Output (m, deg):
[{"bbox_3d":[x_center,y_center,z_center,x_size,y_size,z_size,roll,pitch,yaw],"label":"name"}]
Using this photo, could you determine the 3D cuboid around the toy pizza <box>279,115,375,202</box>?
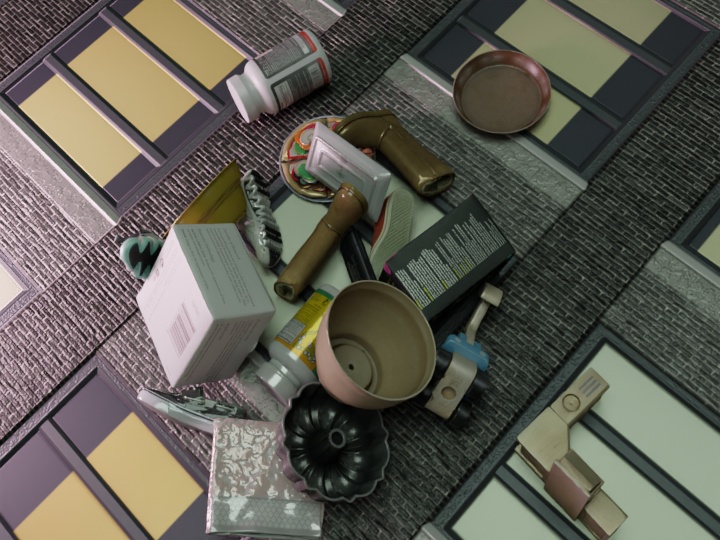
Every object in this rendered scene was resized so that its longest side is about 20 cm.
[{"bbox_3d":[-0.067,-0.228,1.738,0.195,0.032,0.205,-3,64,6],"label":"toy pizza"}]

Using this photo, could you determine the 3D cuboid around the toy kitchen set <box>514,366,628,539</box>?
[{"bbox_3d":[0.371,0.278,1.367,0.180,0.164,0.200,-39,66,-12],"label":"toy kitchen set"}]

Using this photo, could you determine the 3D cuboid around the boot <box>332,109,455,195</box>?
[{"bbox_3d":[0.061,-0.220,1.665,0.173,0.067,0.201,-24,61,-33],"label":"boot"}]

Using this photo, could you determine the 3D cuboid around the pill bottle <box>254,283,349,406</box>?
[{"bbox_3d":[-0.089,0.133,1.522,0.112,0.113,0.201,36,73,21],"label":"pill bottle"}]

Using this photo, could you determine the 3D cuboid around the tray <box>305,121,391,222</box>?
[{"bbox_3d":[-0.031,-0.182,1.630,0.199,0.109,0.022,38,37,26],"label":"tray"}]

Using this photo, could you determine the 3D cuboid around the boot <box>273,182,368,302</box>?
[{"bbox_3d":[-0.072,-0.046,1.582,0.066,0.175,0.201,36,69,3],"label":"boot"}]

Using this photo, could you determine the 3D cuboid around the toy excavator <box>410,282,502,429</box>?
[{"bbox_3d":[0.174,0.135,1.493,0.098,0.197,0.201,27,26,-2],"label":"toy excavator"}]

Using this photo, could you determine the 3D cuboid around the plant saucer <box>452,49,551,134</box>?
[{"bbox_3d":[0.282,-0.351,1.753,0.195,0.035,0.205,-3,64,6],"label":"plant saucer"}]

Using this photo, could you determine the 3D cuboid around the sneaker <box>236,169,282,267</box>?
[{"bbox_3d":[-0.204,-0.090,1.675,0.080,0.075,0.204,-24,64,16],"label":"sneaker"}]

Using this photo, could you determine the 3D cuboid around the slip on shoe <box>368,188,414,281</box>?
[{"bbox_3d":[0.050,-0.051,1.627,0.073,0.061,0.205,19,76,-23],"label":"slip on shoe"}]

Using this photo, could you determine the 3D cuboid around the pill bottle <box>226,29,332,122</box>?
[{"bbox_3d":[-0.166,-0.392,1.782,0.197,0.116,0.117,-31,64,-8],"label":"pill bottle"}]

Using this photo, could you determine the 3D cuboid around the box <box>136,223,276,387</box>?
[{"bbox_3d":[-0.271,0.058,1.516,0.129,0.200,0.202,-4,53,-41],"label":"box"}]

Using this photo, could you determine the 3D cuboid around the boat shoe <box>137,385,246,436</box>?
[{"bbox_3d":[-0.289,0.237,1.524,0.196,0.072,0.072,20,71,4],"label":"boat shoe"}]

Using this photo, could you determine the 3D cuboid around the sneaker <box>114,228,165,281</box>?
[{"bbox_3d":[-0.408,-0.037,1.606,0.138,0.200,0.079,28,88,24],"label":"sneaker"}]

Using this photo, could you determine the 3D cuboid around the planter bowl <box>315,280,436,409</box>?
[{"bbox_3d":[0.007,0.138,1.414,0.196,0.135,0.204,15,55,-22],"label":"planter bowl"}]

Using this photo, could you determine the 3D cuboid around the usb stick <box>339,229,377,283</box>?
[{"bbox_3d":[0.000,0.000,1.572,0.032,0.056,0.202,19,30,-27],"label":"usb stick"}]

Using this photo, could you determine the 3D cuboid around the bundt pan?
[{"bbox_3d":[-0.054,0.285,1.429,0.198,0.076,0.206,16,57,-25],"label":"bundt pan"}]

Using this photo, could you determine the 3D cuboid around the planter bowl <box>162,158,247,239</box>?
[{"bbox_3d":[-0.266,-0.103,1.605,0.083,0.200,0.201,43,74,-7],"label":"planter bowl"}]

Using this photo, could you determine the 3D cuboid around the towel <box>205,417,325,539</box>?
[{"bbox_3d":[-0.152,0.343,1.445,0.195,0.032,0.195,6,64,-10],"label":"towel"}]

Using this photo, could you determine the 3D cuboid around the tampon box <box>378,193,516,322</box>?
[{"bbox_3d":[0.146,-0.007,1.525,0.198,0.150,0.127,-36,82,-11],"label":"tampon box"}]
